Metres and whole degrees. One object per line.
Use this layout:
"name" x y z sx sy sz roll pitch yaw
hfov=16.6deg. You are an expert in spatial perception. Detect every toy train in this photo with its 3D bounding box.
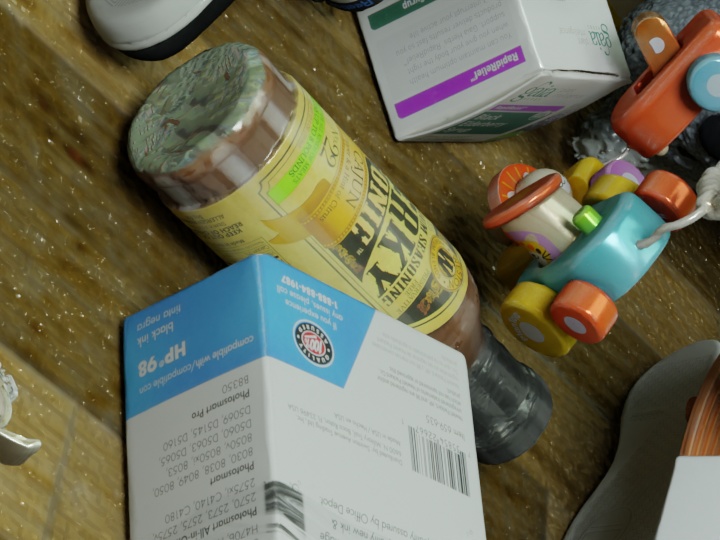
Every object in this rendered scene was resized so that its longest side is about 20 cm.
"toy train" 0.099 -0.047 0.944 0.056 0.150 0.200 42 16 -8

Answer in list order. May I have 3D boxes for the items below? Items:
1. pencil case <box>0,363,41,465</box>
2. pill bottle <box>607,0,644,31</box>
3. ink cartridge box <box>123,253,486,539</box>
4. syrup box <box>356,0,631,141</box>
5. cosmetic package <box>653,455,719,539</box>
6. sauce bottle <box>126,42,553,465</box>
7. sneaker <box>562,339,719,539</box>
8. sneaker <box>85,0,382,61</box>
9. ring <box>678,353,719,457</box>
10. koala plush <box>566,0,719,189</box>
"pencil case" -0.144 -0.033 0.690 0.089 0.078 0.200 7 62 -31
"pill bottle" 0.183 -0.117 1.198 0.200 0.111 0.111 58 33 -13
"ink cartridge box" -0.014 0.109 0.800 0.116 0.067 0.200 29 47 -45
"syrup box" 0.036 -0.158 1.036 0.079 0.081 0.200 -4 75 -55
"cosmetic package" 0.191 0.151 0.921 0.200 0.101 0.071 53 45 -41
"sauce bottle" 0.000 0.000 0.897 0.200 0.065 0.065 44 38 -35
"sneaker" 0.144 0.116 1.024 0.099 0.071 0.200 53 31 -13
"sneaker" -0.028 -0.124 0.932 0.112 0.073 0.200 58 39 -36
"ring" 0.166 0.119 0.990 0.200 0.019 0.200 5 84 -55
"koala plush" 0.199 -0.069 1.087 0.200 0.177 0.184 21 34 9
